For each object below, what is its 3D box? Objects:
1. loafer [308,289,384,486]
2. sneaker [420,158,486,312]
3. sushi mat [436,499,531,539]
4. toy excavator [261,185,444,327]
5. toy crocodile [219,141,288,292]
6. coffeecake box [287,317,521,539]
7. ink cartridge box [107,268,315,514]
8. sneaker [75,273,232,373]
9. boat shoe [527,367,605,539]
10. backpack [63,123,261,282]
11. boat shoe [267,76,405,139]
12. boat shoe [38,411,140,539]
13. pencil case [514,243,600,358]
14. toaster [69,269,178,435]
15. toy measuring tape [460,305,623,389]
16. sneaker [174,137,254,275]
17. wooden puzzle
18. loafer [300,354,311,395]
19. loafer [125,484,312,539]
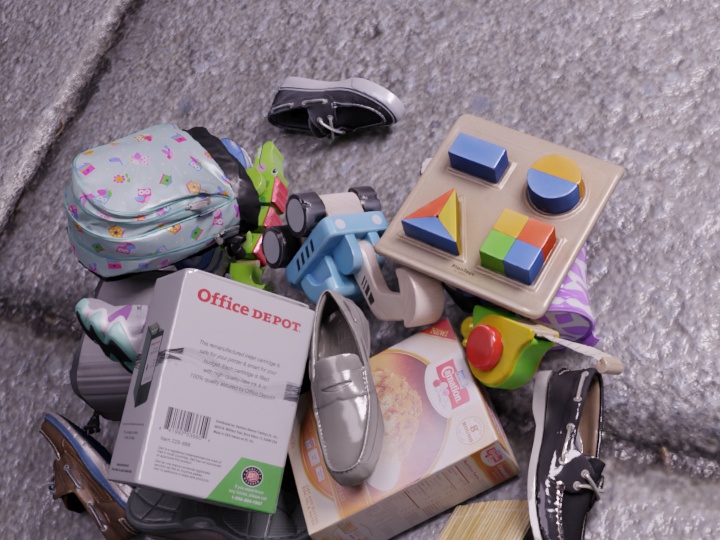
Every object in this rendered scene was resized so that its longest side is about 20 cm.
[{"bbox_3d":[-0.020,0.108,1.081,0.069,0.070,0.201,-20,47,14],"label":"loafer"},{"bbox_3d":[0.115,-0.049,1.198,0.088,0.079,0.202,-18,52,20],"label":"sneaker"},{"bbox_3d":[0.080,0.270,0.984,0.095,0.012,0.200,-15,23,43],"label":"sushi mat"},{"bbox_3d":[0.000,0.000,1.199,0.195,0.099,0.201,-49,58,47],"label":"toy excavator"},{"bbox_3d":[-0.119,-0.059,1.351,0.061,0.068,0.202,1,61,21],"label":"toy crocodile"},{"bbox_3d":[0.033,0.163,1.108,0.199,0.073,0.154,-28,47,9],"label":"coffeecake box"},{"bbox_3d":[-0.138,0.116,1.082,0.084,0.145,0.202,-12,63,58],"label":"ink cartridge box"},{"bbox_3d":[-0.186,0.052,1.193,0.199,0.078,0.140,31,65,5],"label":"sneaker"},{"bbox_3d":[0.190,0.175,1.020,0.060,0.074,0.201,-13,45,26],"label":"boat shoe"},{"bbox_3d":[-0.227,-0.078,1.244,0.199,0.127,0.167,-23,50,-31],"label":"backpack"},{"bbox_3d":[-0.035,-0.192,1.391,0.199,0.072,0.068,14,64,38],"label":"boat shoe"},{"bbox_3d":[-0.305,0.228,1.253,0.199,0.072,0.073,33,79,40],"label":"boat shoe"},{"bbox_3d":[0.198,-0.018,1.141,0.085,0.084,0.202,11,60,-9],"label":"pencil case"},{"bbox_3d":[-0.238,0.088,1.285,0.128,0.114,0.202,-4,55,23],"label":"toaster"},{"bbox_3d":[0.154,0.085,1.037,0.074,0.074,0.199,-51,34,-11],"label":"toy measuring tape"},{"bbox_3d":[-0.187,-0.084,1.383,0.078,0.089,0.202,-13,51,33],"label":"sneaker"},{"bbox_3d":[0.133,-0.066,1.105,0.184,0.046,0.201,23,63,26],"label":"wooden puzzle"},{"bbox_3d":[-0.129,0.154,1.210,0.200,0.072,0.063,-48,46,-4],"label":"loafer"},{"bbox_3d":[-0.136,0.252,1.154,0.198,0.063,0.072,4,51,12],"label":"loafer"}]
